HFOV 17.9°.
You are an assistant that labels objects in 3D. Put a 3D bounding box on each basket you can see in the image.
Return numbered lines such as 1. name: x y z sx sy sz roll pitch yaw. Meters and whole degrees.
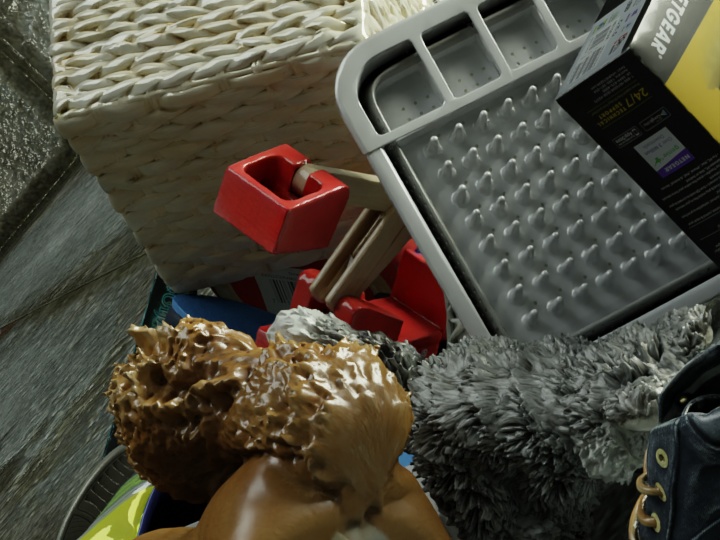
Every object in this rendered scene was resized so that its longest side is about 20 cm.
1. basket: -0.059 -0.115 1.288 0.198 0.199 0.162 -12 55 14

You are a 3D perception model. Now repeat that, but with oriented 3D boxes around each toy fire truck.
1. toy fire truck: 0.000 0.000 1.211 0.199 0.049 0.142 -12 -54 -46

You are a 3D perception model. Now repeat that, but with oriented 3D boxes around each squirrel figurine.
1. squirrel figurine: -0.049 0.120 1.025 0.186 0.141 0.202 -8 84 59

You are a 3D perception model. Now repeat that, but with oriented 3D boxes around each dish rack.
1. dish rack: 0.097 -0.051 1.148 0.171 0.201 0.044 -27 -16 -11

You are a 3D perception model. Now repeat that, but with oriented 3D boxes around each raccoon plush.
1. raccoon plush: 0.061 0.051 1.007 0.134 0.198 0.097 118 166 -52

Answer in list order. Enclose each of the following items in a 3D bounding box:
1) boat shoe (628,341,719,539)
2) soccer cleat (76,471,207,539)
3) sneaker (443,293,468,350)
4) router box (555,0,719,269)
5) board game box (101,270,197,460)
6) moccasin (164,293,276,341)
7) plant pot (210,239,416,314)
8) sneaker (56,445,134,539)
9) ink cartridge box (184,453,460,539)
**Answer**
1. boat shoe: 0.129 0.089 0.883 0.200 0.091 0.071 -37 16 34
2. soccer cleat: -0.142 0.181 1.274 0.201 0.065 0.084 -52 23 -12
3. sneaker: 0.062 0.009 1.196 0.075 0.092 0.202 -6 65 40
4. router box: 0.189 -0.094 1.084 0.052 0.157 0.201 -33 20 43
5. board game box: -0.138 0.071 1.520 0.200 0.028 0.136 120 165 -82
6. moccasin: -0.043 0.078 1.279 0.080 0.199 0.069 -6 -60 -46
7. plant pot: -0.003 -0.055 1.468 0.200 0.200 0.183 -29 26 50
8. sneaker: -0.169 0.199 1.410 0.106 0.074 0.202 170 119 -73
9. ink cartridge box: -0.034 0.175 1.108 0.199 0.045 0.177 -25 30 29
